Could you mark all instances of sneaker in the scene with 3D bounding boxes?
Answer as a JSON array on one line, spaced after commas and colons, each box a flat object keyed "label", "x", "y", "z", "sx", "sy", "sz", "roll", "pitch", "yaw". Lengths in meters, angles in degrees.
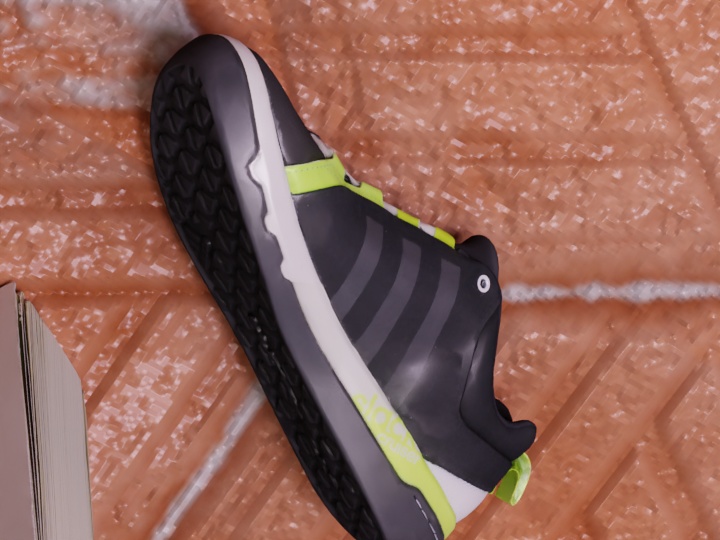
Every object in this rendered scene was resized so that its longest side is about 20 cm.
[{"label": "sneaker", "x": 0.000, "y": 0.000, "z": 0.943, "sx": 0.083, "sy": 0.072, "sz": 0.200, "roll": -33, "pitch": 120, "yaw": -18}]

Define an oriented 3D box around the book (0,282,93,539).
[{"label": "book", "x": -0.147, "y": 0.097, "z": 0.883, "sx": 0.133, "sy": 0.200, "sz": 0.048, "roll": -27, "pitch": 118, "yaw": 6}]
